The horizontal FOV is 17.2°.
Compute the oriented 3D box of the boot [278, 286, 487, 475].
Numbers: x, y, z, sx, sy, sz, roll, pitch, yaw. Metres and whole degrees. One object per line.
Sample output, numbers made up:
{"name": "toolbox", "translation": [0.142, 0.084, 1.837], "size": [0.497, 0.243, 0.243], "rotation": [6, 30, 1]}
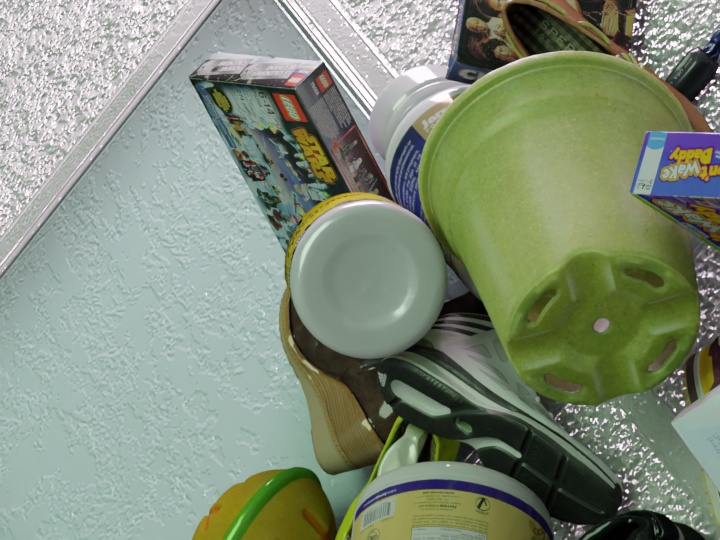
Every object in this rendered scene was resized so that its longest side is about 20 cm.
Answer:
{"name": "boot", "translation": [0.027, 0.056, 1.878], "size": [0.166, 0.072, 0.201], "rotation": [-29, 48, 16]}

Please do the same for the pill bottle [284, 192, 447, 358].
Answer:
{"name": "pill bottle", "translation": [0.000, 0.000, 1.760], "size": [0.113, 0.112, 0.200], "rotation": [-60, 5, 1]}

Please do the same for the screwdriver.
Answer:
{"name": "screwdriver", "translation": [0.284, -0.191, 1.768], "size": [0.200, 0.028, 0.029], "rotation": [-51, 13, 10]}

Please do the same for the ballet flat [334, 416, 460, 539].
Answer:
{"name": "ballet flat", "translation": [0.017, 0.187, 1.771], "size": [0.067, 0.067, 0.201], "rotation": [23, 95, 15]}

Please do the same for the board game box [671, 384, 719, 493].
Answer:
{"name": "board game box", "translation": [0.327, 0.118, 1.456], "size": [0.199, 0.043, 0.200], "rotation": [-36, 86, 24]}

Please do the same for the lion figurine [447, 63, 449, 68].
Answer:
{"name": "lion figurine", "translation": [0.115, -0.238, 1.944], "size": [0.122, 0.072, 0.201], "rotation": [-30, 64, 21]}

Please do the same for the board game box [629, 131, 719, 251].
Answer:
{"name": "board game box", "translation": [0.288, -0.030, 1.544], "size": [0.134, 0.200, 0.045], "rotation": [5, 73, 47]}

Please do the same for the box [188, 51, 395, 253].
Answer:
{"name": "box", "translation": [-0.042, -0.081, 1.911], "size": [0.137, 0.200, 0.040], "rotation": [9, 46, 48]}

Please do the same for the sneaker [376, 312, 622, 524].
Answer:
{"name": "sneaker", "translation": [0.122, 0.092, 1.725], "size": [0.200, 0.076, 0.115], "rotation": [33, 50, 15]}

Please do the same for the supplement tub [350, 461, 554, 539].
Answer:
{"name": "supplement tub", "translation": [0.057, 0.249, 1.642], "size": [0.145, 0.145, 0.201], "rotation": [-24, 43, 35]}

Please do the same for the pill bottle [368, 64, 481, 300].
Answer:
{"name": "pill bottle", "translation": [0.088, -0.071, 1.828], "size": [0.120, 0.120, 0.200], "rotation": [-51, 43, 11]}

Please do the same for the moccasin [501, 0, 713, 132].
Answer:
{"name": "moccasin", "translation": [0.183, -0.132, 1.750], "size": [0.074, 0.078, 0.202], "rotation": [-44, 79, 19]}

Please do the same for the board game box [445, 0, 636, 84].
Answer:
{"name": "board game box", "translation": [0.148, -0.229, 1.850], "size": [0.035, 0.135, 0.201], "rotation": [119, 162, -69]}

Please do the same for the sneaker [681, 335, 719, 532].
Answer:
{"name": "sneaker", "translation": [0.275, 0.114, 1.572], "size": [0.090, 0.075, 0.201], "rotation": [-39, 46, 30]}

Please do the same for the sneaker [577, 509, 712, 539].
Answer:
{"name": "sneaker", "translation": [0.152, 0.248, 1.594], "size": [0.073, 0.112, 0.201], "rotation": [27, 89, 50]}

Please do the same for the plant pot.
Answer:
{"name": "plant pot", "translation": [0.149, -0.016, 1.620], "size": [0.200, 0.200, 0.185], "rotation": [-41, 32, 22]}

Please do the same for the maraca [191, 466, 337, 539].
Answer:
{"name": "maraca", "translation": [-0.085, 0.241, 1.827], "size": [0.107, 0.137, 0.201], "rotation": [28, 96, 29]}
